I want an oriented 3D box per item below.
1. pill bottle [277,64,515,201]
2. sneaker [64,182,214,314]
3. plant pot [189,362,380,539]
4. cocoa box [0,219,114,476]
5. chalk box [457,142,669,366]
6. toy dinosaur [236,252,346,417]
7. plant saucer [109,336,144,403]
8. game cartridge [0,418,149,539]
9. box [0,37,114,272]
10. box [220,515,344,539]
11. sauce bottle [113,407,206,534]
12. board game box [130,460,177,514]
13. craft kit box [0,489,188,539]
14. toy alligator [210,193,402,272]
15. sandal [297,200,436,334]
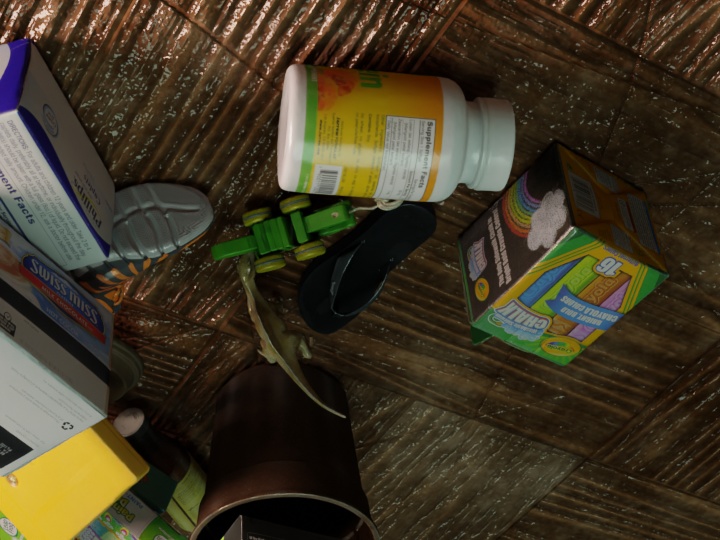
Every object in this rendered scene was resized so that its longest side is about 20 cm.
[{"bbox_3d":[0.030,-0.119,1.191,0.199,0.111,0.111,4,135,-9],"label":"pill bottle"},{"bbox_3d":[-0.232,-0.015,1.311,0.199,0.078,0.112,-20,156,-3],"label":"sneaker"},{"bbox_3d":[-0.083,0.219,1.460,0.199,0.199,0.201,-2,136,-2],"label":"plant pot"},{"bbox_3d":[-0.328,0.056,1.170,0.133,0.131,0.200,-29,128,19],"label":"cocoa box"},{"bbox_3d":[0.180,0.001,1.316,0.124,0.125,0.200,24,130,-25],"label":"chalk box"},{"bbox_3d":[-0.082,0.073,1.353,0.058,0.200,0.101,-29,172,2],"label":"toy dinosaur"},{"bbox_3d":[-0.326,0.101,1.400,0.199,0.030,0.200,2,154,1],"label":"plant saucer"},{"bbox_3d":[-0.321,0.183,1.357,0.176,0.032,0.200,48,127,-1],"label":"game cartridge"},{"bbox_3d":[-0.346,-0.082,1.200,0.199,0.105,0.184,-14,134,10],"label":"box"},{"bbox_3d":[-0.093,0.372,1.330,0.124,0.200,0.149,18,131,-22],"label":"box"},{"bbox_3d":[-0.220,0.231,1.555,0.066,0.066,0.200,-15,134,11],"label":"sauce bottle"},{"bbox_3d":[-0.323,0.251,1.533,0.152,0.045,0.200,37,133,-16],"label":"board game box"},{"bbox_3d":[-0.299,0.283,1.455,0.197,0.049,0.200,41,135,8],"label":"craft kit box"},{"bbox_3d":[-0.046,-0.044,1.306,0.199,0.060,0.054,-18,176,10],"label":"toy alligator"},{"bbox_3d":[0.000,0.000,1.355,0.076,0.043,0.200,22,129,-24],"label":"sandal"}]
